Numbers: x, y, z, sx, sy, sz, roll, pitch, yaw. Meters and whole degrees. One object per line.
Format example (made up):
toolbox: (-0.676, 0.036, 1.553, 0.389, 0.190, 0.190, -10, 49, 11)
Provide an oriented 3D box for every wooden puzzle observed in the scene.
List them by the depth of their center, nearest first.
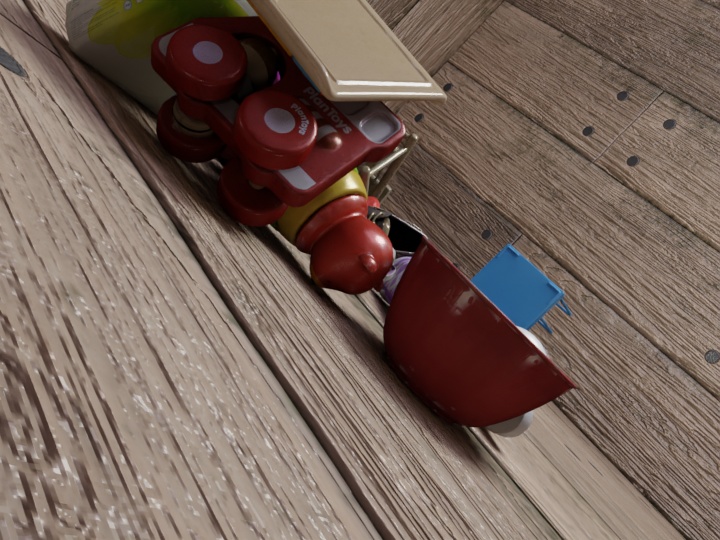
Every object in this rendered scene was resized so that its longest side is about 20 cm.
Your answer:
wooden puzzle: (-0.027, -0.216, 0.676, 0.200, 0.037, 0.185, -12, 62, -54)

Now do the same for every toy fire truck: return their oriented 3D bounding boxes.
toy fire truck: (-0.078, -0.150, 0.663, 0.200, 0.168, 0.112, 46, -33, 9)

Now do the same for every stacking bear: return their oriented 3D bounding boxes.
stacking bear: (-0.044, -0.062, 0.737, 0.200, 0.114, 0.121, 55, -10, 18)

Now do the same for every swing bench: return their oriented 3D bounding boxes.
swing bench: (-0.041, -0.197, 1.250, 0.199, 0.130, 0.200, 45, -32, 11)

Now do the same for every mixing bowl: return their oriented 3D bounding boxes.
mixing bowl: (0.095, 0.074, 0.710, 0.200, 0.108, 0.200, 43, 6, -6)

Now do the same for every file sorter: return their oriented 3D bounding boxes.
file sorter: (0.249, 0.086, 1.311, 0.139, 0.200, 0.123, 48, 4, 36)

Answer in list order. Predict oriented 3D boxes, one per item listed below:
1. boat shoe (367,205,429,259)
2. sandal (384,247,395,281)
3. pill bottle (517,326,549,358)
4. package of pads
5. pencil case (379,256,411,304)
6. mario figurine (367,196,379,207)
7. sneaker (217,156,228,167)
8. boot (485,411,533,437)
boat shoe: (0.016, -0.064, 1.062, 0.200, 0.075, 0.073, 14, -11, -31)
sandal: (0.007, 0.000, 0.922, 0.203, 0.082, 0.050, 30, 58, -76)
pill bottle: (0.216, 0.139, 1.091, 0.116, 0.116, 0.200, 46, 6, 17)
package of pads: (-0.174, -0.224, 0.755, 0.200, 0.154, 0.068, 37, 38, -58)
pencil case: (0.072, 0.037, 0.995, 0.085, 0.084, 0.200, 4, 11, -9)
mario figurine: (0.004, -0.032, 1.170, 0.123, 0.106, 0.200, -5, -47, 44)
sneaker: (-0.087, -0.113, 0.895, 0.074, 0.088, 0.200, 48, 6, 35)
boot: (0.167, 0.144, 0.892, 0.095, 0.074, 0.200, 34, 9, -28)
